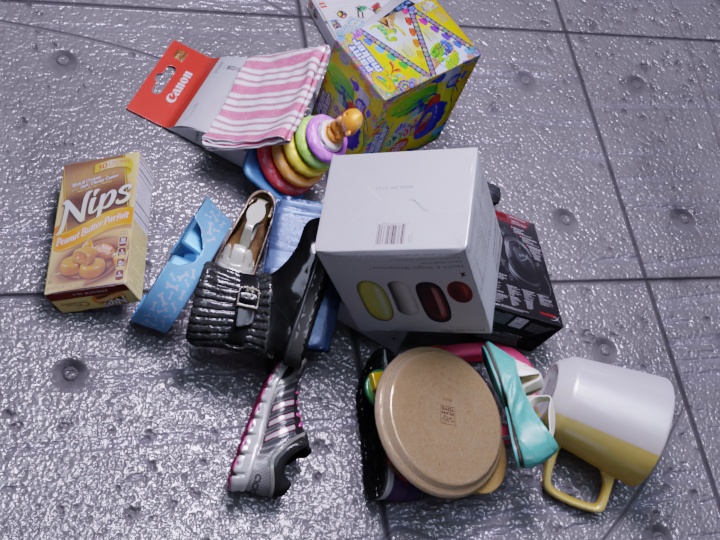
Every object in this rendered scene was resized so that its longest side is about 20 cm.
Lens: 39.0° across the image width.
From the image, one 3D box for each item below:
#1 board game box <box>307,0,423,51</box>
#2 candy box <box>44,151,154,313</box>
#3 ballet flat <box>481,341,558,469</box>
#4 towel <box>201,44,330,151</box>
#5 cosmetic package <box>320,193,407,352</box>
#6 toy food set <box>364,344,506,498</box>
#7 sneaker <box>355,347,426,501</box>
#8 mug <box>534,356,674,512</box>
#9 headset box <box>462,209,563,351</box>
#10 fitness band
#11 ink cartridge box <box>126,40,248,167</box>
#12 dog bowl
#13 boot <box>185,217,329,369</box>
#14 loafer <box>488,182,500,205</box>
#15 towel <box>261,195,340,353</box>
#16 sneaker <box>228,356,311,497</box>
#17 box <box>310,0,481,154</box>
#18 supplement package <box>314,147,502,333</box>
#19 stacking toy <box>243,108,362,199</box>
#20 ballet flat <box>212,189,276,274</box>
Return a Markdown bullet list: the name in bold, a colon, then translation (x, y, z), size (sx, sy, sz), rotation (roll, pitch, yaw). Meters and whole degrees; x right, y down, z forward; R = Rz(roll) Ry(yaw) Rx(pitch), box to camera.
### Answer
- **board game box**: translation (0.025, -0.420, 1.694), size (0.197, 0.035, 0.128), rotation (-18, 66, -25)
- **candy box**: translation (-0.340, -0.051, 1.331), size (0.113, 0.056, 0.203), rotation (-8, 60, 11)
- **ballet flat**: translation (0.212, 0.169, 1.322), size (0.069, 0.068, 0.202), rotation (-16, 43, 3)
- **towel**: translation (-0.133, -0.250, 1.447), size (0.144, 0.030, 0.202), rotation (-2, 50, 28)
- **cosmetic package**: translation (0.000, 0.000, 1.431), size (0.198, 0.052, 0.152), rotation (30, 55, 2)
- **toy food set**: translation (0.100, 0.189, 1.287), size (0.197, 0.049, 0.201), rotation (-1, 67, -32)
- **sneaker**: translation (0.048, 0.203, 1.327), size (0.086, 0.076, 0.203), rotation (11, 61, -26)
- **mug**: translation (0.312, 0.204, 1.348), size (0.151, 0.150, 0.189), rotation (21, 56, -2)
- **headset box**: translation (0.190, -0.002, 1.440), size (0.147, 0.077, 0.203), rotation (15, 48, -33)
- **fitness band**: translation (0.157, 0.170, 1.391), size (0.196, 0.038, 0.146), rotation (-3, 59, -19)
- **ink cartridge box**: translation (-0.224, -0.263, 1.521), size (0.198, 0.057, 0.164), rotation (29, 57, -5)
- **dog bowl**: translation (-0.231, -0.005, 1.334), size (0.049, 0.111, 0.202), rotation (32, 56, -11)
- **boot**: translation (-0.123, 0.010, 1.279), size (0.155, 0.080, 0.214), rotation (16, 69, 3)
- **loafer**: translation (0.120, -0.098, 1.521), size (0.197, 0.068, 0.072), rotation (-4, 80, -21)
- **towel**: translation (-0.076, 0.006, 1.351), size (0.109, 0.049, 0.204), rotation (10, 75, -3)
- **sneaker**: translation (-0.097, 0.196, 1.277), size (0.086, 0.074, 0.202), rotation (24, 58, -6)
- **box**: translation (0.045, -0.267, 1.512), size (0.191, 0.201, 0.123), rotation (-29, 72, -28)
- **supplement package**: translation (0.068, -0.032, 1.282), size (0.188, 0.201, 0.149), rotation (0, 58, 19)
- **stacking toy**: translation (-0.062, -0.178, 1.416), size (0.109, 0.198, 0.118), rotation (34, 54, -29)
- **ballet flat**: translation (-0.164, -0.031, 1.390), size (0.067, 0.068, 0.203), rotation (20, 57, -5)
